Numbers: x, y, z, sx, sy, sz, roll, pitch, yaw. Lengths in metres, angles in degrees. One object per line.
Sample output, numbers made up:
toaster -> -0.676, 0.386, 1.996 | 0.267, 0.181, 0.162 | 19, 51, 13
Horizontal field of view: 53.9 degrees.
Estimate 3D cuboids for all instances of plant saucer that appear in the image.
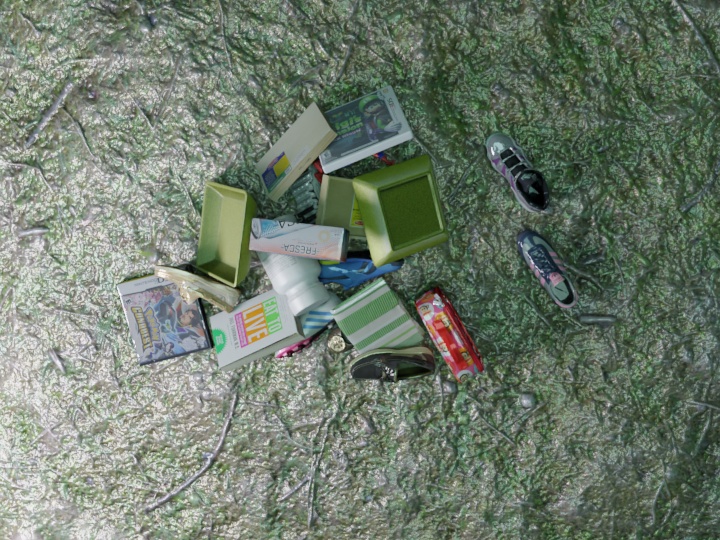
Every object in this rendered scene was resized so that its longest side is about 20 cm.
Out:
plant saucer -> 0.100, -0.130, 1.531 | 0.198, 0.048, 0.202 | -20, 103, -21
plant saucer -> -0.286, -0.083, 1.543 | 0.047, 0.199, 0.203 | 2, 101, -38

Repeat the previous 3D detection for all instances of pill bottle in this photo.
pill bottle -> -0.150, -0.009, 1.549 | 0.113, 0.114, 0.202 | -29, 82, 6

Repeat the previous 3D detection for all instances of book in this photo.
book -> -0.235, 0.128, 1.595 | 0.198, 0.048, 0.135 | -24, 60, 8

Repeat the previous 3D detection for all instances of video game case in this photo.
video game case -> -0.452, 0.104, 1.639 | 0.178, 0.026, 0.203 | -14, 97, 3
video game case -> -0.003, -0.303, 1.505 | 0.198, 0.183, 0.023 | -22, 136, 5

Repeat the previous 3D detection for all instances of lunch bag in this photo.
lunch bag -> 0.192, 0.141, 1.548 | 0.081, 0.176, 0.201 | -30, 97, 6

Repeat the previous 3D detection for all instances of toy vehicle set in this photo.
toy vehicle set -> 0.000, -0.132, 1.539 | 0.198, 0.026, 0.126 | 5, 100, -32

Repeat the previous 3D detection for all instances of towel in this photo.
towel -> 0.041, 0.120, 1.587 | 0.152, 0.023, 0.201 | -32, 123, 8

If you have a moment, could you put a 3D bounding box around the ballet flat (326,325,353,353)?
ballet flat -> 0.006, 0.123, 1.617 | 0.199, 0.046, 0.068 | -34, 97, 5

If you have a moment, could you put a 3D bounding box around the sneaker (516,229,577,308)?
sneaker -> 0.420, -0.004, 1.568 | 0.070, 0.082, 0.201 | -37, 95, 7

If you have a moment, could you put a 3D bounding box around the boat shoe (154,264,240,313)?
boat shoe -> -0.369, 0.043, 1.580 | 0.198, 0.074, 0.070 | 20, 85, -13

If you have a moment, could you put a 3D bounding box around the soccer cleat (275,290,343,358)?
soccer cleat -> -0.120, 0.122, 1.619 | 0.199, 0.070, 0.087 | -34, 76, 6

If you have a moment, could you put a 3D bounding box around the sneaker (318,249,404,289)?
sneaker -> 0.000, 0.000, 1.596 | 0.197, 0.066, 0.079 | -2, 110, 2

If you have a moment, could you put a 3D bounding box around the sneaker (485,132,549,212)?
sneaker -> 0.346, -0.211, 1.512 | 0.077, 0.140, 0.201 | -38, 96, 7

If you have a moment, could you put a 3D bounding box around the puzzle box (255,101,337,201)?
puzzle box -> -0.141, -0.257, 1.521 | 0.200, 0.134, 0.025 | -44, 131, 15

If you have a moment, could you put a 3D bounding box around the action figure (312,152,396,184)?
action figure -> 0.006, -0.239, 1.527 | 0.199, 0.066, 0.099 | -35, 65, -18

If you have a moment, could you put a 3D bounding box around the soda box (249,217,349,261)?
soda box -> -0.125, -0.063, 1.458 | 0.197, 0.064, 0.069 | 7, 89, 9

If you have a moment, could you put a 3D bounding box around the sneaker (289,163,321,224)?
sneaker -> -0.110, -0.178, 1.571 | 0.075, 0.081, 0.203 | -18, 79, 34

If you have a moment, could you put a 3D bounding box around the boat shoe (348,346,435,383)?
boat shoe -> 0.074, 0.220, 1.602 | 0.198, 0.066, 0.072 | -8, 126, -6
